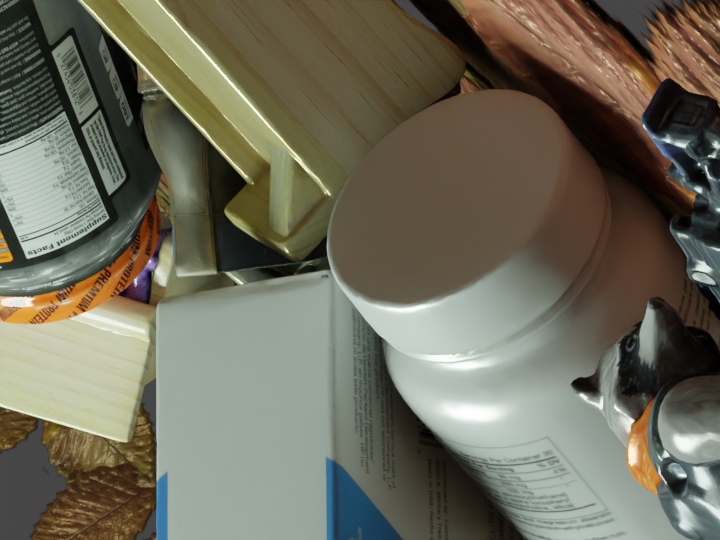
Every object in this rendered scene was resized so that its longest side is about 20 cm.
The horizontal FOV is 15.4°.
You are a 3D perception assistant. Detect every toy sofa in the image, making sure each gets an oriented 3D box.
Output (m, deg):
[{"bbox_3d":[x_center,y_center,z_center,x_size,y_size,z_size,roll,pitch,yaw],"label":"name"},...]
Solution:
[{"bbox_3d":[-0.061,-0.108,0.974,0.200,0.098,0.083,47,172,-21],"label":"toy sofa"},{"bbox_3d":[-0.109,0.007,1.256,0.083,0.098,0.200,16,-168,10],"label":"toy sofa"}]

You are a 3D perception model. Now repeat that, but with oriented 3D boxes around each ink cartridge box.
[{"bbox_3d":[0.012,0.091,1.031,0.084,0.146,0.200,-9,164,31],"label":"ink cartridge box"}]

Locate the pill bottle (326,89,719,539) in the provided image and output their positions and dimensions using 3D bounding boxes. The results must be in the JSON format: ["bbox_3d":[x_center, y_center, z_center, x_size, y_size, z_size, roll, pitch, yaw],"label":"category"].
[{"bbox_3d":[0.078,0.033,0.964,0.113,0.113,0.200,40,172,50],"label":"pill bottle"}]

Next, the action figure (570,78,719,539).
[{"bbox_3d":[0.127,0.046,0.748,0.200,0.105,0.193,47,166,-35],"label":"action figure"}]

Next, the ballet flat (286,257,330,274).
[{"bbox_3d":[0.000,0.000,1.235,0.069,0.069,0.200,47,172,-17],"label":"ballet flat"}]

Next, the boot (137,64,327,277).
[{"bbox_3d":[-0.036,-0.043,1.127,0.075,0.097,0.200,-3,177,26],"label":"boot"}]

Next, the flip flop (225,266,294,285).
[{"bbox_3d":[-0.046,0.039,1.227,0.081,0.058,0.200,43,165,17],"label":"flip flop"}]

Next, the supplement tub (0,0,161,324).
[{"bbox_3d":[-0.153,-0.079,1.093,0.123,0.122,0.200,42,158,40],"label":"supplement tub"}]
